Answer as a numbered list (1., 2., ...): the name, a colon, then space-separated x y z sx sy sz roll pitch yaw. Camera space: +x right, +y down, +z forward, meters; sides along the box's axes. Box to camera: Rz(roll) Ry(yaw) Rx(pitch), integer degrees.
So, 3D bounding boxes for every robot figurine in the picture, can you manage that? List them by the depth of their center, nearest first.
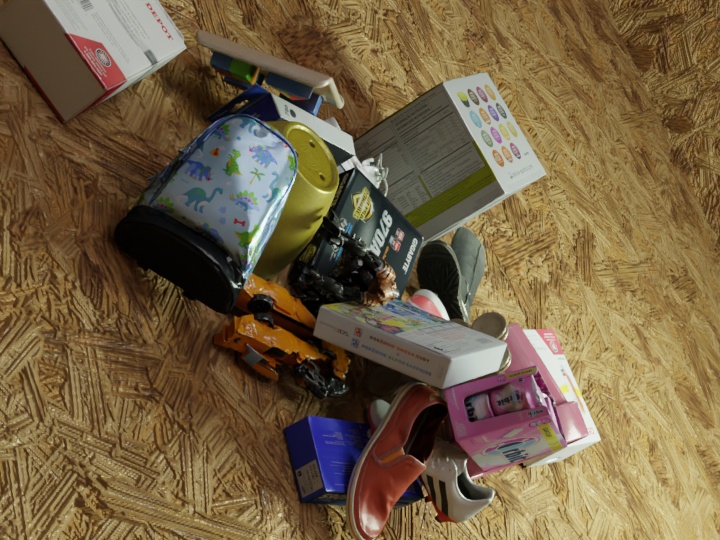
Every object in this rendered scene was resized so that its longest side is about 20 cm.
1. robot figurine: -0.090 0.081 1.478 0.200 0.058 0.146 33 39 -38

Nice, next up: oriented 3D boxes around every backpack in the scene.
1. backpack: -0.156 -0.082 1.375 0.163 0.154 0.200 35 48 -2

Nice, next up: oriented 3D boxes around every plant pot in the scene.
1. plant pot: -0.111 -0.108 1.530 0.200 0.142 0.201 38 36 -34
2. plant pot: 0.192 0.179 1.672 0.200 0.199 0.180 0 68 -57

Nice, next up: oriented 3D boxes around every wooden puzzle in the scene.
1. wooden puzzle: -0.120 -0.256 1.617 0.184 0.047 0.200 20 2 5

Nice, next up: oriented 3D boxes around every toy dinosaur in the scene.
1. toy dinosaur: 0.000 0.000 1.504 0.135 0.200 0.103 29 72 -18

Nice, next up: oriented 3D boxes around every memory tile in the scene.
1. memory tile: 0.103 0.132 1.601 0.017 0.199 0.154 63 18 -45

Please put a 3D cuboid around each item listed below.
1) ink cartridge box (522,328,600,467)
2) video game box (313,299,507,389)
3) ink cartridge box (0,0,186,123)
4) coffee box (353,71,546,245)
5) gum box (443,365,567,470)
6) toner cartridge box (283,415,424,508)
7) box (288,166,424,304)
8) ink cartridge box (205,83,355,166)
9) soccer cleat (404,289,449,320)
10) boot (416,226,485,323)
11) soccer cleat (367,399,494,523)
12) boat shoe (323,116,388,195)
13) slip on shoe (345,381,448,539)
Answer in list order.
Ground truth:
1. ink cartridge box: 0.285 0.200 1.925 0.145 0.083 0.201 4 61 -56
2. video game box: 0.065 0.086 1.503 0.182 0.047 0.200 24 12 24
3. ink cartridge box: -0.316 -0.280 1.428 0.147 0.083 0.200 55 30 -9
4. coffee box: 0.136 -0.174 1.914 0.198 0.200 0.200 60 29 2
5. gum box: 0.178 0.180 1.467 0.200 0.113 0.066 51 24 -65
6. toner cartridge box: -0.005 0.238 1.483 0.200 0.043 0.095 18 51 -50
7. box: -0.002 -0.018 1.669 0.159 0.046 0.201 45 48 -26
8. ink cartridge box: -0.107 -0.181 1.647 0.200 0.099 0.039 23 48 -46
9. soccer cleat: 0.118 0.127 1.768 0.073 0.068 0.201 -36 99 -37
10. boot: 0.150 -0.013 1.893 0.200 0.072 0.183 -60 146 -50
11. soccer cleat: 0.086 0.230 1.500 0.200 0.085 0.069 53 30 -14
12. boat shoe: 0.005 -0.141 1.782 0.202 0.086 0.075 52 -9 -5
13. slip on shoe: 0.043 0.227 1.419 0.074 0.061 0.201 39 73 -42
